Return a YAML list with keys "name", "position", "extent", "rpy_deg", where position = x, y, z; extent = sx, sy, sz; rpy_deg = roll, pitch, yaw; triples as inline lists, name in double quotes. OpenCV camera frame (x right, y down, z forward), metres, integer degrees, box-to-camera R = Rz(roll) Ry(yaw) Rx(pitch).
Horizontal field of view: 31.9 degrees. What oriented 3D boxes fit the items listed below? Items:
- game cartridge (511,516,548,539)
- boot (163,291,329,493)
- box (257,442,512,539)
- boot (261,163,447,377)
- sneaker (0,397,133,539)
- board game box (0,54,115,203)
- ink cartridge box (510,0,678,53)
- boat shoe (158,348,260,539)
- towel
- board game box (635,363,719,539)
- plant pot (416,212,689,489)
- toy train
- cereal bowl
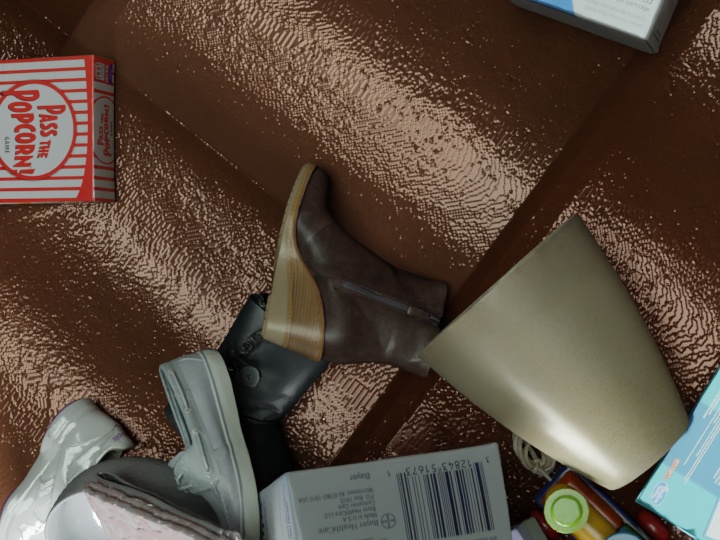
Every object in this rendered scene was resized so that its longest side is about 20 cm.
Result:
- name: "game cartridge"
  position: [0.167, 0.328, 1.135]
  extent: [0.200, 0.038, 0.130]
  rpy_deg: [59, 149, 10]
- name: "boot"
  position: [-0.081, 0.139, 1.227]
  extent: [0.200, 0.076, 0.168]
  rpy_deg: [46, 107, 19]
- name: "box"
  position: [0.013, 0.224, 1.094]
  extent: [0.184, 0.200, 0.105]
  rpy_deg: [-6, 76, -14]
- name: "boot"
  position: [0.000, 0.000, 1.210]
  extent: [0.166, 0.072, 0.200]
  rpy_deg: [11, 65, -5]
- name: "sneaker"
  position: [-0.305, 0.236, 1.303]
  extent: [0.100, 0.075, 0.200]
  rpy_deg: [31, 100, 16]
- name: "board game box"
  position: [-0.357, -0.146, 1.332]
  extent: [0.200, 0.046, 0.152]
  rpy_deg: [-1, 90, 18]
- name: "ink cartridge box"
  position: [0.230, -0.315, 1.119]
  extent: [0.145, 0.084, 0.200]
  rpy_deg: [23, 97, 17]
- name: "boat shoe"
  position: [-0.143, 0.173, 1.163]
  extent: [0.071, 0.070, 0.201]
  rpy_deg: [-10, 71, -17]
- name: "towel"
  position: [-0.147, 0.274, 1.123]
  extent: [0.200, 0.032, 0.191]
  rpy_deg: [12, 134, 42]
- name: "board game box"
  position: [0.366, 0.191, 1.098]
  extent: [0.200, 0.047, 0.151]
  rpy_deg: [32, 100, 15]
- name: "plant pot"
  position: [0.184, 0.085, 1.096]
  extent: [0.187, 0.187, 0.200]
  rpy_deg: [-43, 85, 14]
- name: "toy train"
  position: [0.181, 0.204, 1.119]
  extent: [0.200, 0.116, 0.085]
  rpy_deg: [43, 96, 13]
- name: "cereal bowl"
  position: [-0.204, 0.255, 1.243]
  extent: [0.200, 0.083, 0.200]
  rpy_deg: [7, 129, 9]
